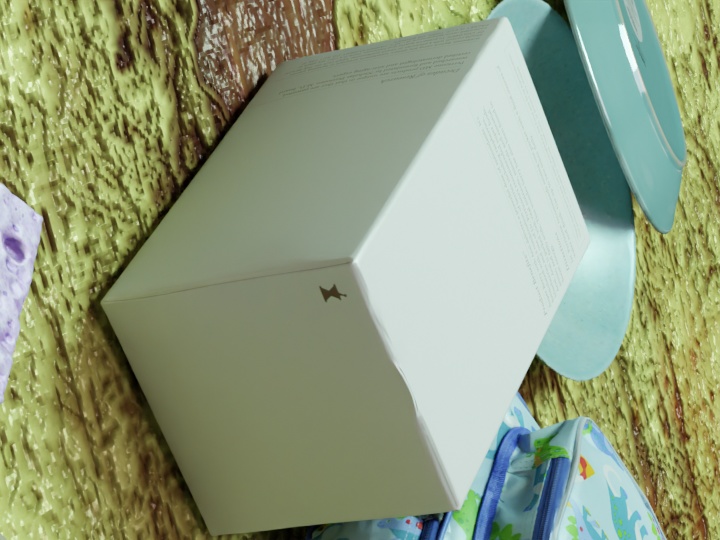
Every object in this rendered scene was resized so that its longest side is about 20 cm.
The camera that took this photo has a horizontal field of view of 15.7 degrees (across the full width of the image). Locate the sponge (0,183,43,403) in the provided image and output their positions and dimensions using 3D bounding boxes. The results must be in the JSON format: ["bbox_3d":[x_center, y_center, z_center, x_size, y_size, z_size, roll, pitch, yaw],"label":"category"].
[{"bbox_3d":[-0.165,0.044,0.867,0.112,0.030,0.201,44,44,-47],"label":"sponge"}]

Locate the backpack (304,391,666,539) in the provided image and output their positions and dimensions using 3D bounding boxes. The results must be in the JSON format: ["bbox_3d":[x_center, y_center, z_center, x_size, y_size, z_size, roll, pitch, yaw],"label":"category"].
[{"bbox_3d":[0.051,0.164,1.104,0.183,0.147,0.200,61,36,-27],"label":"backpack"}]

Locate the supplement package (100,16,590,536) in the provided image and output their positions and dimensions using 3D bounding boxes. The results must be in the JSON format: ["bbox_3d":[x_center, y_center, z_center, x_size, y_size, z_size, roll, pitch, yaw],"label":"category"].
[{"bbox_3d":[0.000,0.000,1.089,0.122,0.119,0.200,67,31,-25],"label":"supplement package"}]

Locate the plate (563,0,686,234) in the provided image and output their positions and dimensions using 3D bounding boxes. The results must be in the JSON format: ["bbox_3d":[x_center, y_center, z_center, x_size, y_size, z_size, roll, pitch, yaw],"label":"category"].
[{"bbox_3d":[0.149,-0.119,1.449,0.200,0.026,0.201,-18,90,-75],"label":"plate"}]

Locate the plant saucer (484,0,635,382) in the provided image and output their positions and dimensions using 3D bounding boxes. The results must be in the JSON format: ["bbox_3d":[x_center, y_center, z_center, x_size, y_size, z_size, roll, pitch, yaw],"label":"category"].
[{"bbox_3d":[0.086,-0.040,1.346,0.201,0.039,0.202,27,59,-57],"label":"plant saucer"}]

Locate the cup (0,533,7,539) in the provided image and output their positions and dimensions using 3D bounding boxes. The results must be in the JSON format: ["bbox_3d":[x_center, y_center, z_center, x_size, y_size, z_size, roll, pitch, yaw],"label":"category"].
[{"bbox_3d":[-0.208,0.077,0.641,0.143,0.200,0.200,51,31,0],"label":"cup"}]
